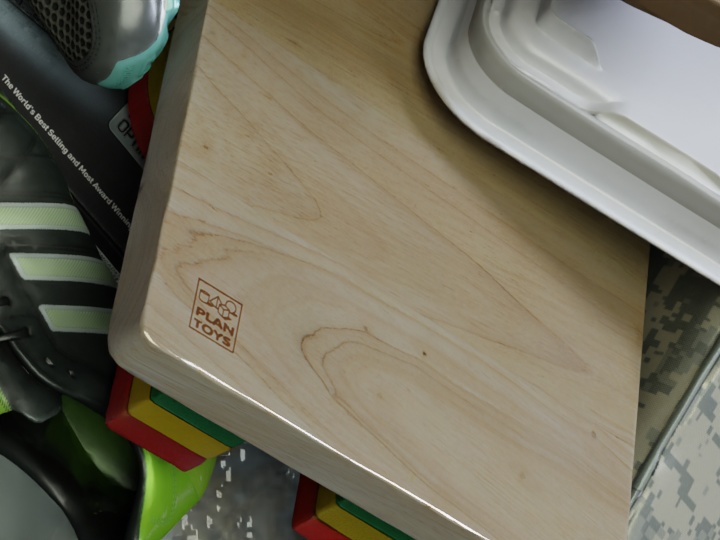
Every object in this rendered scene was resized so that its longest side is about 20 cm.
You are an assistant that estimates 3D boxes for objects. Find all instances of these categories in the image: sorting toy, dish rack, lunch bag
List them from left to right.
[{"bbox_3d":[0.000,0.000,0.957,0.200,0.070,0.199,32,48,-28],"label":"sorting toy"},{"bbox_3d":[0.107,0.101,1.063,0.168,0.139,0.200,40,76,-34],"label":"lunch bag"},{"bbox_3d":[0.117,-0.088,1.020,0.172,0.044,0.200,32,40,-10],"label":"dish rack"}]

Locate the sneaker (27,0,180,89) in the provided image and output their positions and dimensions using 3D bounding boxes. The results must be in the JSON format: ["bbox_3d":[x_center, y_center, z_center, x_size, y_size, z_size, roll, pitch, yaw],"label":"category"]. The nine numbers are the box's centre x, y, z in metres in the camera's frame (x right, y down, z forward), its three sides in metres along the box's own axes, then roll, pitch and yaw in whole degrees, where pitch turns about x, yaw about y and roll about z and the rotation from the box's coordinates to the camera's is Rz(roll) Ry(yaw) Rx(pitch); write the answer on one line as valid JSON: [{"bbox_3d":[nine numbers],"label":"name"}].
[{"bbox_3d":[-0.125,-0.145,0.923,0.091,0.078,0.200,-13,71,-37],"label":"sneaker"}]

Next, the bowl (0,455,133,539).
[{"bbox_3d":[-0.179,0.041,0.961,0.201,0.090,0.201,21,56,-35],"label":"bowl"}]

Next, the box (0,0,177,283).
[{"bbox_3d":[-0.102,-0.096,0.999,0.200,0.050,0.158,50,46,-12],"label":"box"}]

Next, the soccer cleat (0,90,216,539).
[{"bbox_3d":[-0.118,0.008,0.918,0.200,0.068,0.081,52,32,-15],"label":"soccer cleat"}]

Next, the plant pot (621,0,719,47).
[{"bbox_3d":[0.107,-0.155,0.949,0.201,0.093,0.201,12,66,-29],"label":"plant pot"}]
